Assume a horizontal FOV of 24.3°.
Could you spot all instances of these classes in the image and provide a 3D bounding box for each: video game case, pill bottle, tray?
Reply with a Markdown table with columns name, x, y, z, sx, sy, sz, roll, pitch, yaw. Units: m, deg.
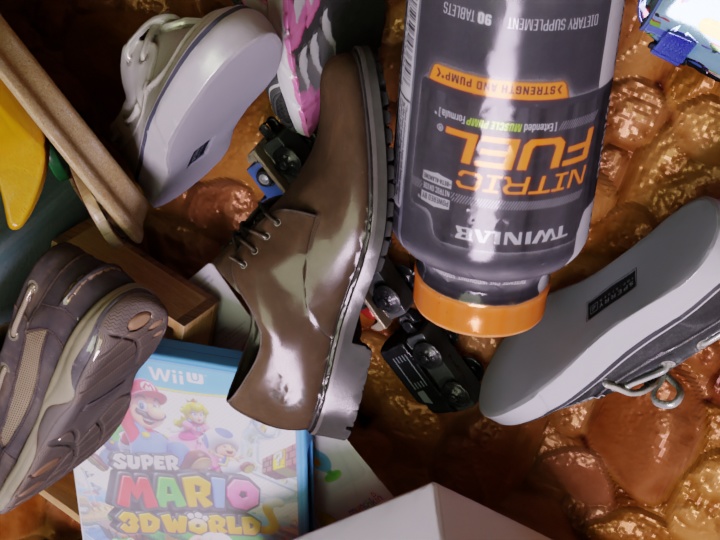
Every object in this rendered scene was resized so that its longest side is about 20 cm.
| name | x | y | z | sx | sy | sz | roll | pitch | yaw |
| --- | --- | --- | --- | --- | --- | --- | --- | --- | --- |
| video game case | -0.097 | 0.124 | 0.962 | 0.142 | 0.018 | 0.201 | 9 | 126 | 12 |
| pill bottle | 0.069 | -0.068 | 0.834 | 0.106 | 0.106 | 0.201 | 12 | 120 | 13 |
| tray | -0.144 | 0.076 | 0.997 | 0.098 | 0.037 | 0.201 | 31 | 132 | 21 |

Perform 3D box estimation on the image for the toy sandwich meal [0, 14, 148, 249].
| name | x | y | z | sx | sy | sz | roll | pitch | yaw |
| --- | --- | --- | --- | --- | --- | --- | --- | --- | --- |
| toy sandwich meal | -0.192 | -0.082 | 0.877 | 0.070 | 0.205 | 0.206 | -38 | 101 | -4 |

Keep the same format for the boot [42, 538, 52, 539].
| name | x | y | z | sx | sy | sz | roll | pitch | yaw |
| --- | --- | --- | --- | --- | --- | --- | --- | --- | --- |
| boot | -0.129 | 0.274 | 1.110 | 0.199 | 0.066 | 0.166 | 14 | 122 | 7 |

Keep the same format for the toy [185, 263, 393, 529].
| name | x | y | z | sx | sy | sz | roll | pitch | yaw |
| --- | --- | --- | --- | --- | --- | --- | --- | --- | --- |
| toy | -0.046 | 0.092 | 0.986 | 0.115 | 0.047 | 0.200 | -36 | 90 | 44 |

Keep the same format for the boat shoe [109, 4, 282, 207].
| name | x | y | z | sx | sy | sz | roll | pitch | yaw |
| --- | --- | --- | --- | --- | --- | --- | --- | --- | --- |
| boat shoe | -0.096 | -0.097 | 0.860 | 0.070 | 0.071 | 0.200 | 51 | 161 | 3 |

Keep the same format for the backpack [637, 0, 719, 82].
| name | x | y | z | sx | sy | sz | roll | pitch | yaw |
| --- | --- | --- | --- | --- | --- | --- | --- | --- | --- |
| backpack | 0.241 | -0.136 | 0.725 | 0.199 | 0.135 | 0.183 | 30 | 123 | -1 |

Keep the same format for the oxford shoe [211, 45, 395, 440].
| name | x | y | z | sx | sy | sz | roll | pitch | yaw |
| --- | --- | --- | --- | --- | --- | --- | --- | --- | --- |
| oxford shoe | -0.029 | -0.016 | 0.838 | 0.084 | 0.073 | 0.201 | 9 | 98 | -9 |

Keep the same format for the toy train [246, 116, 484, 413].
| name | x | y | z | sx | sy | sz | roll | pitch | yaw |
| --- | --- | --- | --- | --- | --- | --- | --- | --- | --- |
| toy train | 0.000 | 0.000 | 0.938 | 0.046 | 0.034 | 0.200 | -24 | 107 | 41 |

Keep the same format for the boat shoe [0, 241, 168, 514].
| name | x | y | z | sx | sy | sz | roll | pitch | yaw |
| --- | --- | --- | --- | --- | --- | --- | --- | --- | --- |
| boat shoe | -0.165 | 0.055 | 0.889 | 0.073 | 0.074 | 0.200 | 48 | 132 | 13 |

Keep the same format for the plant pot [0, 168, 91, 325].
| name | x | y | z | sx | sy | sz | roll | pitch | yaw |
| --- | --- | --- | --- | --- | --- | --- | --- | --- | --- |
| plant pot | -0.289 | 0.030 | 0.954 | 0.195 | 0.200 | 0.197 | 20 | 121 | 7 |

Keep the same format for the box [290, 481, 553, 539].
| name | x | y | z | sx | sy | sz | roll | pitch | yaw |
| --- | --- | --- | --- | --- | --- | --- | --- | --- | --- |
| box | 0.043 | 0.216 | 0.933 | 0.152 | 0.107 | 0.200 | -25 | 144 | 28 |

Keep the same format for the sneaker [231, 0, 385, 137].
| name | x | y | z | sx | sy | sz | roll | pitch | yaw |
| --- | --- | --- | --- | --- | --- | --- | --- | --- | --- |
| sneaker | -0.049 | -0.170 | 0.854 | 0.086 | 0.080 | 0.201 | 14 | 125 | 39 |

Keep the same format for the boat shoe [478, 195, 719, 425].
| name | x | y | z | sx | sy | sz | roll | pitch | yaw |
| --- | --- | --- | --- | --- | --- | --- | --- | --- | --- |
| boat shoe | 0.143 | 0.034 | 0.884 | 0.068 | 0.074 | 0.199 | 30 | 130 | -21 |
